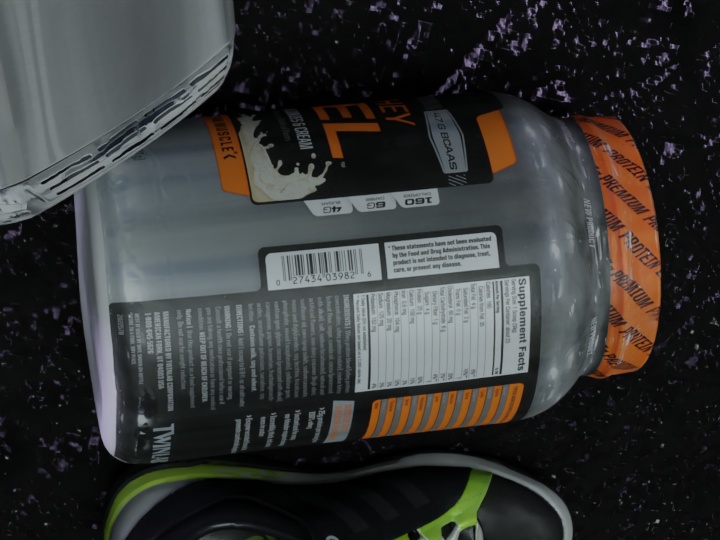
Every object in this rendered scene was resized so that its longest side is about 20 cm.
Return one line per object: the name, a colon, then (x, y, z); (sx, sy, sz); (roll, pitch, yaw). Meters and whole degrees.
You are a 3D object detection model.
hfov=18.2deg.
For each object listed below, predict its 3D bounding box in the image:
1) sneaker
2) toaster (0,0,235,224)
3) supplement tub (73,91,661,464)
sneaker: (-0.007, 0.119, 0.890); (0.199, 0.083, 0.072); (1, 114, -13)
toaster: (-0.115, -0.103, 0.731); (0.113, 0.200, 0.130); (12, 124, 30)
supplement tub: (0.000, 0.000, 0.817); (0.199, 0.123, 0.123); (-6, 115, -11)
